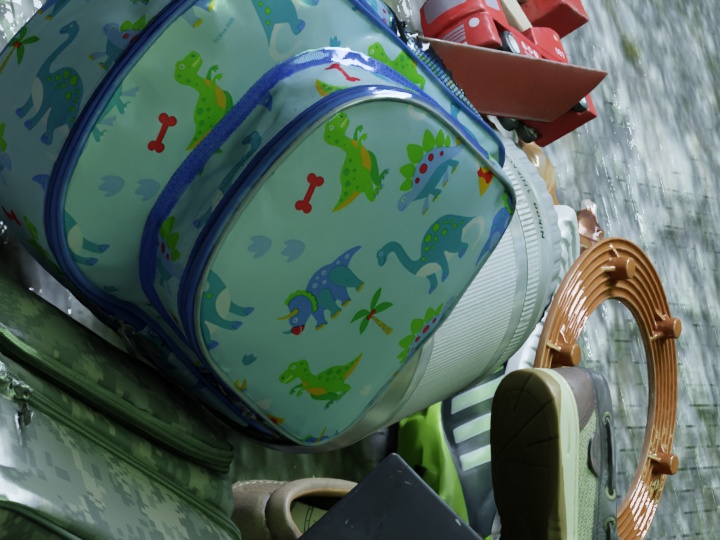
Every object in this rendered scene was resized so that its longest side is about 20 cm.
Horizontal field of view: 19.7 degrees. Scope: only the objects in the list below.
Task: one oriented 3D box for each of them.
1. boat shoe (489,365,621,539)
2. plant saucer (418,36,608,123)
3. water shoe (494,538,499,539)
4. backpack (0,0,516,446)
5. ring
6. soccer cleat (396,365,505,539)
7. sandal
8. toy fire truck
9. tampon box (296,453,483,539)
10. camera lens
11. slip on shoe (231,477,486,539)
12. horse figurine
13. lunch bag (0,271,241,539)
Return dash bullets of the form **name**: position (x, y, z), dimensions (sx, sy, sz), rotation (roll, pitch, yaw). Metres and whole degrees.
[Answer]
- **boat shoe**: position (0.109, 0.148, 1.087), dimensions (0.065, 0.073, 0.201), rotation (-7, 104, -33)
- **plant saucer**: position (0.006, -0.114, 1.150), dimensions (0.199, 0.199, 0.037), rotation (0, 99, -57)
- **water shoe**: position (0.074, 0.231, 1.158), dimensions (0.079, 0.071, 0.201), rotation (34, 44, -37)
- **backpack**: position (-0.044, -0.041, 0.857), dimensions (0.200, 0.183, 0.147), rotation (40, -1, -42)
- **ring**: position (0.147, 0.082, 1.193), dimensions (0.200, 0.019, 0.202), rotation (-7, 98, -58)
- **soccer cleat**: position (0.059, 0.090, 1.214), dimensions (0.081, 0.067, 0.201), rotation (32, 54, -33)
- **sandal**: position (0.098, 0.048, 1.314), dimensions (0.083, 0.050, 0.203), rotation (74, 30, -49)
- **toy fire truck**: position (0.097, -0.157, 1.350), dimensions (0.200, 0.049, 0.142), rotation (27, 39, -53)
- **tampon box**: position (0.046, 0.212, 0.938), dimensions (0.150, 0.126, 0.200), rotation (41, -10, 42)
- **camera lens**: position (0.000, 0.000, 1.084), dimensions (0.200, 0.159, 0.161), rotation (-18, 88, -59)
- **slip on shoe**: position (0.011, 0.138, 1.006), dimensions (0.199, 0.060, 0.076), rotation (23, 53, -39)
- **horse figurine**: position (0.088, -0.084, 1.372), dimensions (0.200, 0.050, 0.133), rotation (26, 48, -50)
- **lunch bag**: position (-0.147, 0.082, 0.847), dimensions (0.200, 0.139, 0.168), rotation (37, 28, -43)
